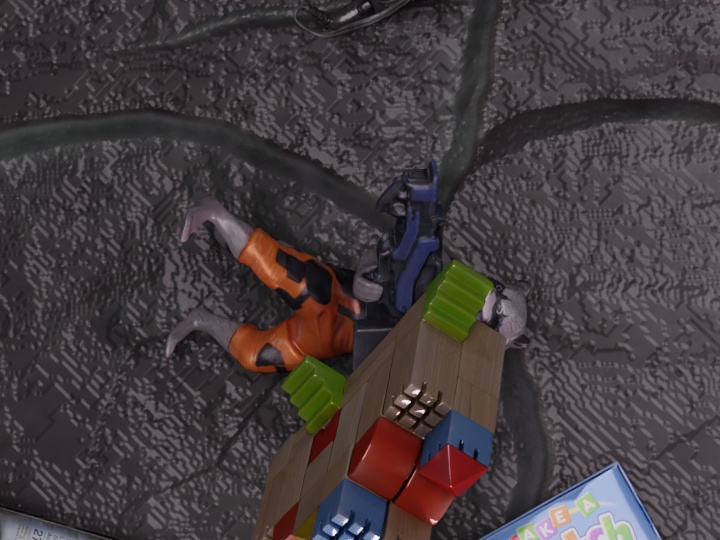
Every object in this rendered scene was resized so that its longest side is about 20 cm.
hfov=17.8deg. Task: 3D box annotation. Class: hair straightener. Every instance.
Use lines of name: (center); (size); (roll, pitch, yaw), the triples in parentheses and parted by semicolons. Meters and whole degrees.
hair straightener: (0.053, -0.182, 1.266); (0.200, 0.077, 0.041); (-26, 97, 0)

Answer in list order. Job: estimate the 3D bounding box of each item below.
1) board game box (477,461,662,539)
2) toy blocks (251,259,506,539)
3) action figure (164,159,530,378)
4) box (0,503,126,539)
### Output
board game box: (0.122, 0.226, 1.229); (0.151, 0.037, 0.200); (-29, 82, 2)
toy blocks: (0.005, 0.109, 1.156); (0.100, 0.137, 0.200); (31, 125, -15)
action figure: (0.000, 0.000, 1.228); (0.193, 0.105, 0.200); (12, 127, -1)
box: (-0.192, 0.233, 1.255); (0.137, 0.040, 0.200); (15, 84, 6)
